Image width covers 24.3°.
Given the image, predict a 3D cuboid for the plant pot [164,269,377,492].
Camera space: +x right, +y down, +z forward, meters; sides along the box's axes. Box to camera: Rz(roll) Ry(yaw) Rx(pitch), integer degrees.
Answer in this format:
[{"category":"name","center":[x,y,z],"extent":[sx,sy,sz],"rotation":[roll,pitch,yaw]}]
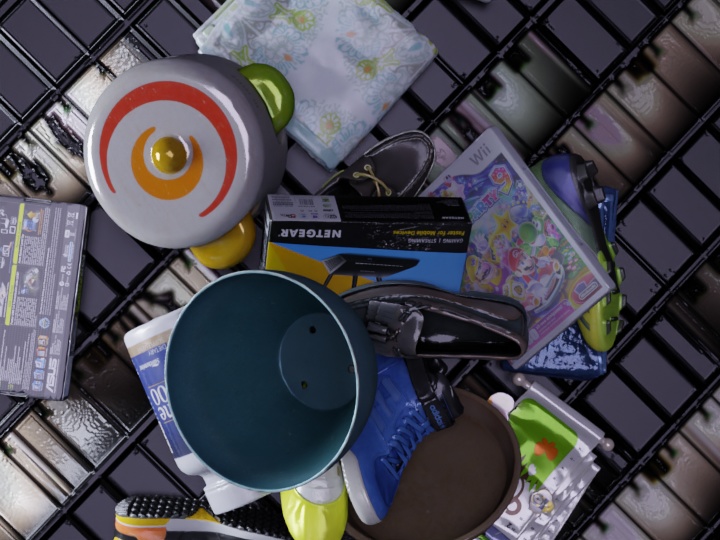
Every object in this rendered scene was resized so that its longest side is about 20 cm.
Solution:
[{"category":"plant pot","center":[-0.063,0.094,1.555],"extent":[0.199,0.135,0.202],"rotation":[3,96,25]}]

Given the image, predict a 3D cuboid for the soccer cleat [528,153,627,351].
[{"category":"soccer cleat","center":[0.211,-0.016,1.666],"extent":[0.083,0.065,0.201],"rotation":[-11,93,26]}]

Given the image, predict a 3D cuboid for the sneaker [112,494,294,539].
[{"category":"sneaker","center":[-0.151,0.284,1.679],"extent":[0.199,0.070,0.091],"rotation":[8,103,-3]}]

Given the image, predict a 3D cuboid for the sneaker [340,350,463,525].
[{"category":"sneaker","center":[0.044,0.152,1.628],"extent":[0.111,0.201,0.077],"rotation":[-13,130,15]}]

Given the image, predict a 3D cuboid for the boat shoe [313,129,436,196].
[{"category":"boat shoe","center":[-0.002,-0.071,1.693],"extent":[0.201,0.061,0.072],"rotation":[-40,90,-3]}]

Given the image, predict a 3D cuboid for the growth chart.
[{"category":"growth chart","center":[0.164,0.217,1.704],"extent":[0.144,0.018,0.201],"rotation":[27,97,-2]}]

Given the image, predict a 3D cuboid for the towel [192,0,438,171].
[{"category":"towel","center":[-0.048,-0.227,1.702],"extent":[0.200,0.048,0.171],"rotation":[42,87,-2]}]

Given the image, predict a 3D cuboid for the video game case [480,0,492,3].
[{"category":"video game case","center":[0.079,-0.397,1.720],"extent":[0.181,0.023,0.201],"rotation":[18,84,-3]}]

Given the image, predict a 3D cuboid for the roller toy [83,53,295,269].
[{"category":"roller toy","center":[-0.171,-0.115,1.628],"extent":[0.181,0.140,0.201],"rotation":[15,102,8]}]

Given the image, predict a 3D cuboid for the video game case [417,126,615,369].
[{"category":"video game case","center":[0.144,-0.022,1.662],"extent":[0.143,0.018,0.200],"rotation":[-44,75,34]}]

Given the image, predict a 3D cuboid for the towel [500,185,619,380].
[{"category":"towel","center":[0.202,0.011,1.709],"extent":[0.111,0.049,0.201],"rotation":[5,88,-2]}]

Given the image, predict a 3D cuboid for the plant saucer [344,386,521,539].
[{"category":"plant saucer","center":[0.061,0.201,1.654],"extent":[0.199,0.030,0.201],"rotation":[-6,48,7]}]

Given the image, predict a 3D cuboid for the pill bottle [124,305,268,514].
[{"category":"pill bottle","center":[-0.147,0.133,1.654],"extent":[0.110,0.111,0.201],"rotation":[-24,90,-4]}]

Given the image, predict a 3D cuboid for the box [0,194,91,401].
[{"category":"box","center":[-0.363,0.023,1.679],"extent":[0.159,0.044,0.201],"rotation":[6,88,-2]}]

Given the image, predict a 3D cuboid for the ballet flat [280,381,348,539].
[{"category":"ballet flat","center":[-0.042,0.177,1.631],"extent":[0.066,0.067,0.201],"rotation":[4,50,-3]}]

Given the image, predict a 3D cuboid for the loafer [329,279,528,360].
[{"category":"loafer","center":[0.067,0.054,1.617],"extent":[0.199,0.063,0.072],"rotation":[2,122,-6]}]

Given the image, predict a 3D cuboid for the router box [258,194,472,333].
[{"category":"router box","center":[0.000,0.000,1.646],"extent":[0.199,0.051,0.150],"rotation":[0,125,-11]}]
